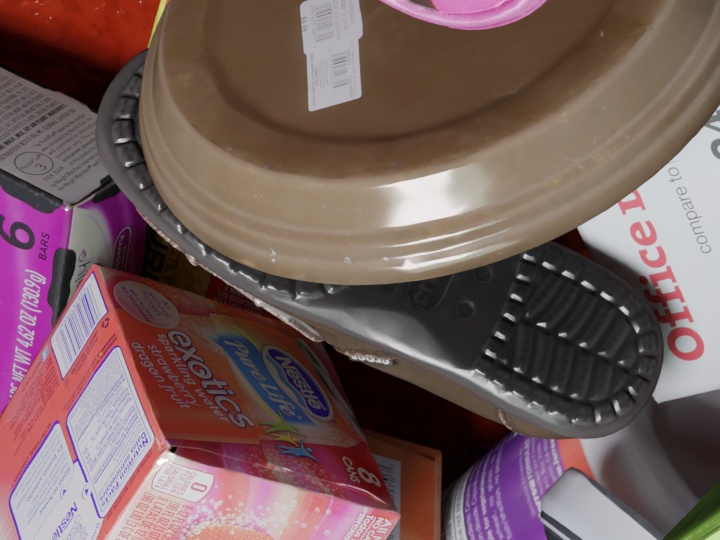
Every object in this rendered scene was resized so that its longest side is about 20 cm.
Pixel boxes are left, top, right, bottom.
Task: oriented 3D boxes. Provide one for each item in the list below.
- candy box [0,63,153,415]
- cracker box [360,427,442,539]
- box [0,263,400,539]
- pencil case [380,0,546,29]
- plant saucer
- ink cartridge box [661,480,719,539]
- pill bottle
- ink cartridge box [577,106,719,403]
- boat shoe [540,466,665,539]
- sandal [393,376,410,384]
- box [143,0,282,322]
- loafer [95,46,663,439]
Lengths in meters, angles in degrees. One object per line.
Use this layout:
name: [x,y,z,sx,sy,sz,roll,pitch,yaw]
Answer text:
candy box: [-0.173,-0.018,1.032,0.199,0.061,0.137,26,126,21]
cracker box: [-0.049,0.150,1.053,0.057,0.135,0.200,17,149,-28]
box: [-0.085,0.113,0.978,0.094,0.103,0.200,18,117,-31]
pencil case: [0.050,-0.149,0.830,0.093,0.200,0.091,14,123,19]
plant saucer: [0.022,-0.079,0.882,0.199,0.201,0.030,-6,138,20]
ink cartridge box: [0.182,0.134,0.865,0.076,0.148,0.200,-39,85,26]
pill bottle: [0.066,0.121,1.049,0.111,0.112,0.200,39,124,-9]
ink cartridge box: [0.162,-0.053,0.925,0.199,0.084,0.146,-15,117,24]
boat shoe: [0.115,0.153,0.919,0.068,0.072,0.200,-41,92,0]
sandal: [0.031,-0.026,0.995,0.075,0.045,0.201,17,143,14]
box: [-0.051,-0.019,1.032,0.075,0.050,0.201,23,125,4]
loafer: [0.000,0.000,0.945,0.200,0.073,0.071,34,162,4]
